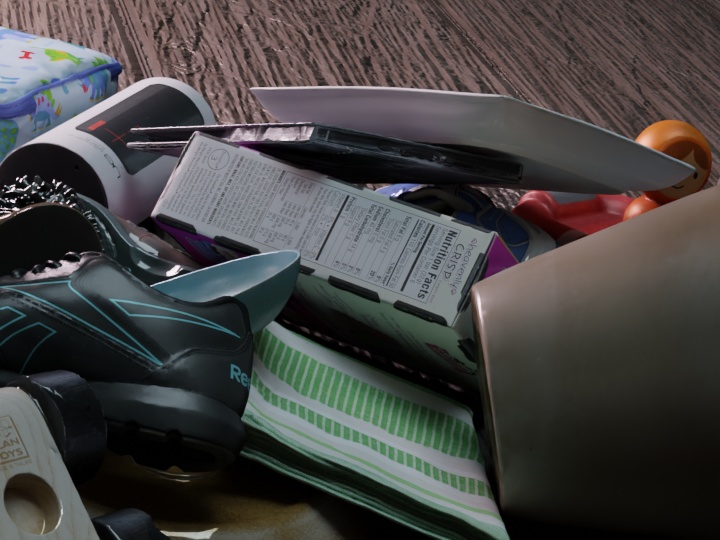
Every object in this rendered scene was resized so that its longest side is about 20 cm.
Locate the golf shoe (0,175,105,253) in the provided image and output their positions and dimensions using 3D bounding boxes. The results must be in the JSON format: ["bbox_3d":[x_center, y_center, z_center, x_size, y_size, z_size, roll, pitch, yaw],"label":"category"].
[{"bbox_3d":[-0.186,-0.002,1.201,0.078,0.095,0.200,-37,39,-19],"label":"golf shoe"}]

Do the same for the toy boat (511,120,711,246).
[{"bbox_3d":[0.190,-0.030,1.405,0.199,0.131,0.130,25,25,38],"label":"toy boat"}]

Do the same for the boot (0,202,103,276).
[{"bbox_3d":[-0.219,0.024,1.077,0.199,0.074,0.075,-24,13,-7],"label":"boot"}]

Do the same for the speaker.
[{"bbox_3d":[-0.160,-0.064,1.418,0.081,0.082,0.200,14,19,13],"label":"speaker"}]

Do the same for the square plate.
[{"bbox_3d":[0.066,-0.075,1.332,0.199,0.029,0.198,6,-5,41],"label":"square plate"}]

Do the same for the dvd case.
[{"bbox_3d":[-0.024,-0.067,1.303,0.148,0.016,0.200,8,-2,-35],"label":"dvd case"}]

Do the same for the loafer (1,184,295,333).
[{"bbox_3d":[-0.125,0.012,1.262,0.199,0.072,0.063,26,3,24],"label":"loafer"}]

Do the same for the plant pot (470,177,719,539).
[{"bbox_3d":[0.147,0.054,1.104,0.172,0.201,0.200,-8,20,0],"label":"plant pot"}]

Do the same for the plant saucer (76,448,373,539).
[{"bbox_3d":[-0.088,0.103,1.043,0.199,0.036,0.200,9,19,-3],"label":"plant saucer"}]

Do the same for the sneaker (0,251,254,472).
[{"bbox_3d":[-0.143,0.032,0.989,0.199,0.080,0.075,14,-20,-3],"label":"sneaker"}]

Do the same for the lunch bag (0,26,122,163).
[{"bbox_3d":[-0.265,-0.113,1.506,0.160,0.083,0.200,13,18,18],"label":"lunch bag"}]

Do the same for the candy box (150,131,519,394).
[{"bbox_3d":[0.000,0.000,1.242,0.199,0.061,0.136,21,-13,27],"label":"candy box"}]

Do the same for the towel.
[{"bbox_3d":[-0.001,0.077,1.104,0.152,0.023,0.200,25,10,-8],"label":"towel"}]

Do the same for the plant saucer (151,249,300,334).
[{"bbox_3d":[-0.120,0.036,1.115,0.199,0.028,0.200,-19,8,3],"label":"plant saucer"}]

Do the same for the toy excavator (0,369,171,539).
[{"bbox_3d":[-0.196,0.104,0.913,0.100,0.200,0.195,-12,70,-49],"label":"toy excavator"}]

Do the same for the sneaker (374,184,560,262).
[{"bbox_3d":[0.045,-0.028,1.362,0.077,0.076,0.200,30,-7,-29],"label":"sneaker"}]
